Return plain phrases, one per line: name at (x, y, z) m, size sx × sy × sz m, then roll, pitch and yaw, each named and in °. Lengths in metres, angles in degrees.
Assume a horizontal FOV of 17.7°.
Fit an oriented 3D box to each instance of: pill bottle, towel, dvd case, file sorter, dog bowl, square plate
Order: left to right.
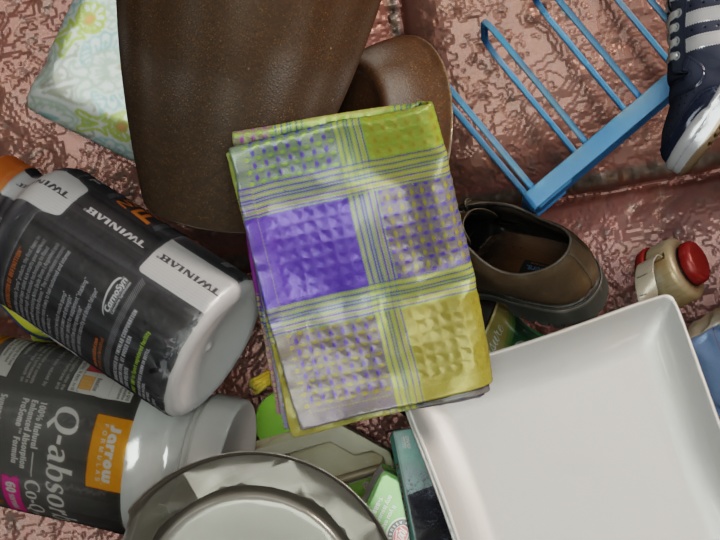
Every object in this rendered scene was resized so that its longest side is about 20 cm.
pill bottle at (-0.173, 0.002, 1.525) m, size 0.199 × 0.106 × 0.107 m, roll 32°, pitch 92°, yaw 16°
pill bottle at (-0.179, 0.116, 1.579) m, size 0.199 × 0.116 × 0.117 m, roll 10°, pitch 91°, yaw 13°
towel at (-0.117, -0.167, 1.624) m, size 0.170 × 0.048 × 0.201 m, roll 26°, pitch 91°, yaw 3°
dog bowl at (-0.068, 0.210, 1.490) m, size 0.199 × 0.059 × 0.202 m, roll 0°, pitch 96°, yaw 4°
towel at (0.000, 0.000, 1.468) m, size 0.143 × 0.023 × 0.201 m, roll -9°, pitch 102°, yaw 7°
dvd case at (0.129, 0.160, 1.526) m, size 0.199 × 0.022 × 0.147 m, roll -8°, pitch 77°, yaw -11°
square plate at (0.146, 0.137, 1.508) m, size 0.199 × 0.028 × 0.199 m, roll -17°, pitch 78°, yaw -11°
file sorter at (0.156, -0.148, 1.572) m, size 0.200 × 0.139 × 0.123 m, roll -40°, pitch 87°, yaw 2°

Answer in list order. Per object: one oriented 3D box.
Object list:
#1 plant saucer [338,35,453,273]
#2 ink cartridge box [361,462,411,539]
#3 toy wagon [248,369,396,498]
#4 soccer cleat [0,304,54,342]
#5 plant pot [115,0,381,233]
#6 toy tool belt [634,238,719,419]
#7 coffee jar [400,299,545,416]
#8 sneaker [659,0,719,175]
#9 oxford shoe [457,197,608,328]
plant saucer at (-0.007, -0.065, 1.550) m, size 0.036 × 0.200 × 0.202 m, roll 15°, pitch 92°, yaw -28°
ink cartridge box at (0.071, 0.241, 1.566) m, size 0.199 × 0.084 × 0.146 m, roll 26°, pitch 88°, yaw 0°
toy wagon at (-0.032, 0.164, 1.631) m, size 0.154 × 0.040 × 0.201 m, roll -16°, pitch 90°, yaw 1°
soccer cleat at (-0.191, 0.026, 1.629) m, size 0.199 × 0.065 × 0.084 m, roll 29°, pitch 115°, yaw -2°
plant pot at (-0.083, -0.133, 1.522) m, size 0.186 × 0.187 × 0.201 m, roll 11°, pitch 105°, yaw 1°
toy tool belt at (0.286, 0.048, 1.572) m, size 0.123 × 0.125 × 0.201 m, roll -30°, pitch 94°, yaw 29°
coffee jar at (0.128, 0.093, 1.601) m, size 0.199 × 0.085 × 0.105 m, roll 25°, pitch 83°, yaw 1°
sneaker at (0.208, -0.167, 1.466) m, size 0.108 × 0.070 × 0.201 m, roll 26°, pitch 82°, yaw 2°
oxford shoe at (0.065, -0.021, 1.552) m, size 0.199 × 0.085 × 0.073 m, roll 6°, pitch 59°, yaw 25°
